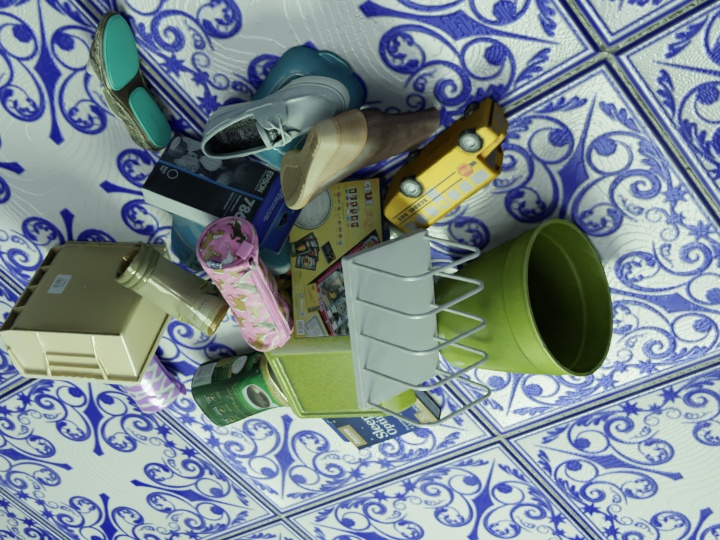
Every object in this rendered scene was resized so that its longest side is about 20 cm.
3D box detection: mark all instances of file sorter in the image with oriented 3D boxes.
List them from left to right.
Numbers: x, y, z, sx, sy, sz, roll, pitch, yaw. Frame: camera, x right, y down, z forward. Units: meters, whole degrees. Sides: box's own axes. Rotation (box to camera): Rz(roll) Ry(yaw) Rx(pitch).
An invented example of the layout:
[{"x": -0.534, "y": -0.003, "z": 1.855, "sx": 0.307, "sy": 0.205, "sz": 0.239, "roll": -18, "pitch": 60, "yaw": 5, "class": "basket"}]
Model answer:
[{"x": 0.077, "y": 0.070, "z": 1.338, "sx": 0.124, "sy": 0.138, "sz": 0.202, "roll": 14, "pitch": 117, "yaw": 47, "class": "file sorter"}]

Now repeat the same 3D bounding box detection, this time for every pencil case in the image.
[{"x": -0.359, "y": 0.137, "z": 1.722, "sx": 0.085, "sy": 0.084, "sz": 0.201, "roll": -23, "pitch": 127, "yaw": 4, "class": "pencil case"}, {"x": -0.144, "y": 0.021, "z": 1.398, "sx": 0.082, "sy": 0.087, "sz": 0.201, "roll": -11, "pitch": 141, "yaw": 7, "class": "pencil case"}]

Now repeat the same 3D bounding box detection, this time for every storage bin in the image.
[{"x": -0.388, "y": 0.057, "z": 1.571, "sx": 0.196, "sy": 0.201, "sz": 0.094, "roll": 2, "pitch": 131, "yaw": 14, "class": "storage bin"}]

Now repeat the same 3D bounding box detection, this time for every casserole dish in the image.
[{"x": -0.080, "y": -0.193, "z": 1.371, "sx": 0.120, "sy": 0.039, "sz": 0.200, "roll": 32, "pitch": 131, "yaw": -14, "class": "casserole dish"}]

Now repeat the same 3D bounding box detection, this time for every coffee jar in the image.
[{"x": -0.161, "y": 0.174, "z": 1.692, "sx": 0.198, "sy": 0.086, "sz": 0.105, "roll": -17, "pitch": 122, "yaw": 29, "class": "coffee jar"}]

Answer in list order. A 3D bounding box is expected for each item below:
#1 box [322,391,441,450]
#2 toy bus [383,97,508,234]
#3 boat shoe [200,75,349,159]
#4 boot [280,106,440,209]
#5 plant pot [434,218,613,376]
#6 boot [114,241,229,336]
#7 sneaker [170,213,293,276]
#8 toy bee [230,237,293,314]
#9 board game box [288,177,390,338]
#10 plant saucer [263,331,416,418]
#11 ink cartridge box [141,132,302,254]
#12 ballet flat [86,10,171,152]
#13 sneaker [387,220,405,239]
[{"x": 0.016, "y": 0.225, "z": 1.728, "sx": 0.199, "sy": 0.033, "sz": 0.121, "roll": -24, "pitch": 122, "yaw": 33, "class": "box"}, {"x": 0.111, "y": -0.127, "z": 1.358, "sx": 0.078, "sy": 0.065, "sz": 0.199, "roll": 38, "pitch": 130, "yaw": -20, "class": "toy bus"}, {"x": -0.106, "y": -0.176, "z": 1.318, "sx": 0.199, "sy": 0.072, "sz": 0.070, "roll": -12, "pitch": 127, "yaw": 25, "class": "boat shoe"}, {"x": -0.004, "y": -0.138, "z": 1.346, "sx": 0.165, "sy": 0.073, "sz": 0.200, "roll": -10, "pitch": 164, "yaw": -24, "class": "boot"}, {"x": 0.198, "y": 0.052, "z": 1.427, "sx": 0.192, "sy": 0.201, "sz": 0.201, "roll": -15, "pitch": 127, "yaw": 41, "class": "plant pot"}, {"x": -0.264, "y": 0.022, "z": 1.505, "sx": 0.155, "sy": 0.200, "sz": 0.073, "roll": 33, "pitch": 89, "yaw": -12, "class": "boot"}, {"x": -0.183, "y": -0.032, "z": 1.503, "sx": 0.199, "sy": 0.079, "sz": 0.131, "roll": 37, "pitch": 138, "yaw": 14, "class": "sneaker"}, {"x": -0.124, "y": 0.039, "z": 1.530, "sx": 0.130, "sy": 0.108, "sz": 0.202, "roll": 28, "pitch": 123, "yaw": 44, "class": "toy bee"}, {"x": -0.026, "y": -0.014, "z": 1.431, "sx": 0.134, "sy": 0.035, "sz": 0.203, "roll": -4, "pitch": 86, "yaw": 19, "class": "board game box"}, {"x": -0.039, "y": 0.145, "z": 1.517, "sx": 0.197, "sy": 0.048, "sz": 0.201, "roll": -4, "pitch": 134, "yaw": 18, "class": "plant saucer"}, {"x": -0.176, "y": -0.102, "z": 1.413, "sx": 0.198, "sy": 0.100, "sz": 0.039, "roll": 21, "pitch": 151, "yaw": 9, "class": "ink cartridge box"}, {"x": -0.308, "y": -0.238, "z": 1.382, "sx": 0.075, "sy": 0.068, "sz": 0.201, "roll": 12, "pitch": 139, "yaw": 33, "class": "ballet flat"}, {"x": 0.000, "y": 0.000, "z": 1.494, "sx": 0.076, "sy": 0.081, "sz": 0.200, "roll": 31, "pitch": 131, "yaw": -11, "class": "sneaker"}]
